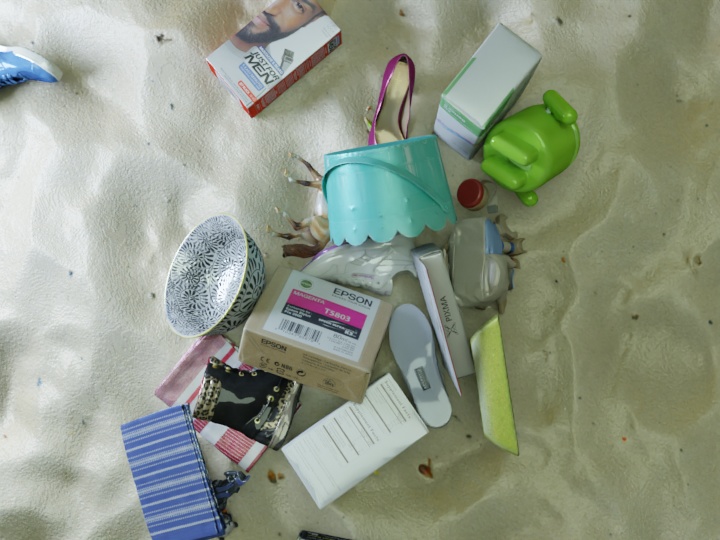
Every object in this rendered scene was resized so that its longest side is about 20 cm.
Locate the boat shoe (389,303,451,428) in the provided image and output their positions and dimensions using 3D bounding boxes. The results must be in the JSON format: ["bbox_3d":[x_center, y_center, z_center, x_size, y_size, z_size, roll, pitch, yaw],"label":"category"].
[{"bbox_3d":[0.097,0.153,1.407,0.070,0.070,0.201,-21,74,2],"label":"boat shoe"}]

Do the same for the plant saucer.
[{"bbox_3d":[0.201,0.171,1.344,0.047,0.200,0.202,-9,84,9],"label":"plant saucer"}]

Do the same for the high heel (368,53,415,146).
[{"bbox_3d":[0.049,-0.244,1.429,0.067,0.096,0.202,4,85,-1],"label":"high heel"}]

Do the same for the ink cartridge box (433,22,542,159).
[{"bbox_3d":[0.192,-0.271,1.382,0.087,0.200,0.146,38,86,6],"label":"ink cartridge box"}]

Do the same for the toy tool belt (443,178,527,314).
[{"bbox_3d":[0.200,-0.036,1.416,0.124,0.123,0.202,-8,77,34],"label":"toy tool belt"}]

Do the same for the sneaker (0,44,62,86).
[{"bbox_3d":[-0.587,-0.308,1.437,0.198,0.077,0.112,18,79,5],"label":"sneaker"}]

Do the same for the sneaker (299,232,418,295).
[{"bbox_3d":[0.000,0.000,1.416,0.198,0.075,0.100,-17,84,-2],"label":"sneaker"}]

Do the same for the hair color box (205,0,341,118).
[{"bbox_3d":[-0.140,-0.360,1.456,0.200,0.064,0.111,-41,85,-5],"label":"hair color box"}]

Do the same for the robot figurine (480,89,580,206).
[{"bbox_3d":[0.267,-0.192,1.381,0.115,0.200,0.177,32,127,22],"label":"robot figurine"}]

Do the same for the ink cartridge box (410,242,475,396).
[{"bbox_3d":[0.130,0.068,1.339,0.043,0.174,0.202,-17,100,-2],"label":"ink cartridge box"}]

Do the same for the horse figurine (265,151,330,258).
[{"bbox_3d":[-0.073,-0.102,1.432,0.132,0.050,0.202,19,76,-16],"label":"horse figurine"}]

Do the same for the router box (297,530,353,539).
[{"bbox_3d":[-0.014,0.499,1.374,0.198,0.062,0.151,11,85,1],"label":"router box"}]

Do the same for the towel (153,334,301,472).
[{"bbox_3d":[-0.211,0.205,1.422,0.200,0.023,0.144,40,86,3],"label":"towel"}]

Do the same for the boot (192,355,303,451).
[{"bbox_3d":[-0.165,0.163,1.376,0.149,0.073,0.202,18,71,-9],"label":"boot"}]

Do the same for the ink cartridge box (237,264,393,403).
[{"bbox_3d":[-0.064,0.093,1.347,0.198,0.165,0.076,18,130,3],"label":"ink cartridge box"}]

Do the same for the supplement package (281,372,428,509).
[{"bbox_3d":[-0.007,0.259,1.372,0.199,0.114,0.110,-35,84,-4],"label":"supplement package"}]

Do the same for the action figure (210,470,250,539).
[{"bbox_3d":[-0.244,0.323,1.372,0.199,0.105,0.194,-30,90,22],"label":"action figure"}]

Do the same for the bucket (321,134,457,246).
[{"bbox_3d":[0.039,-0.124,1.350,0.205,0.207,0.136,-11,99,-2],"label":"bucket"}]

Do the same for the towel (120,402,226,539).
[{"bbox_3d":[-0.280,0.309,1.327,0.144,0.024,0.202,-22,82,28],"label":"towel"}]

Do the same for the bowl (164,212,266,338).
[{"bbox_3d":[-0.210,0.021,1.387,0.200,0.094,0.202,-20,58,37],"label":"bowl"}]
